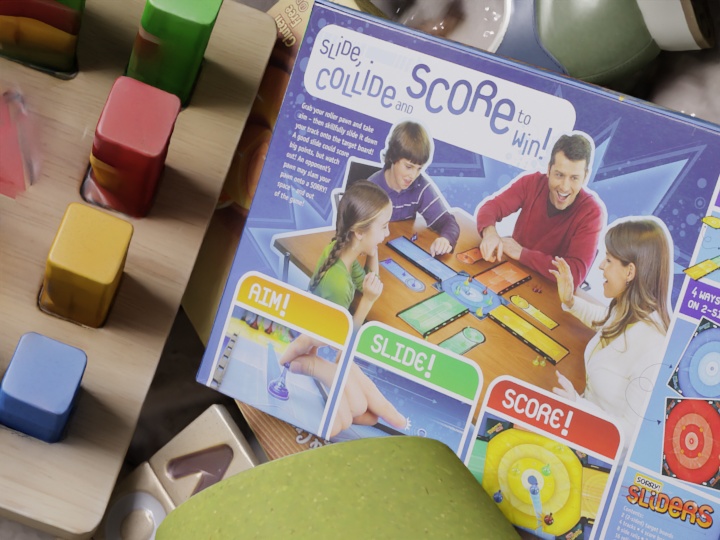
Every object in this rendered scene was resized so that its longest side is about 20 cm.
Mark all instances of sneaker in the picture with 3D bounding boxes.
[{"bbox_3d":[0.056,-0.150,0.893,0.090,0.067,0.200,-24,62,14],"label":"sneaker"}]

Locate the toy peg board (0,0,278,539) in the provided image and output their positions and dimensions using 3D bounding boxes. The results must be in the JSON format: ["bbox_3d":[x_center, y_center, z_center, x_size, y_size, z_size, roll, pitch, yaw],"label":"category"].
[{"bbox_3d":[-0.146,-0.043,0.807,0.200,0.098,0.199,20,72,-3],"label":"toy peg board"}]

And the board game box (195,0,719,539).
[{"bbox_3d":[0.050,0.005,0.761,0.200,0.034,0.136,22,98,34],"label":"board game box"}]

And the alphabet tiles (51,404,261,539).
[{"bbox_3d":[-0.031,0.153,0.806,0.167,0.008,0.200,-40,70,18],"label":"alphabet tiles"}]

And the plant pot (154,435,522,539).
[{"bbox_3d":[0.012,0.156,0.693,0.187,0.187,0.200,-24,68,20],"label":"plant pot"}]

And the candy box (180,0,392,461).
[{"bbox_3d":[0.000,0.000,0.868,0.115,0.055,0.200,-40,56,12],"label":"candy box"}]
